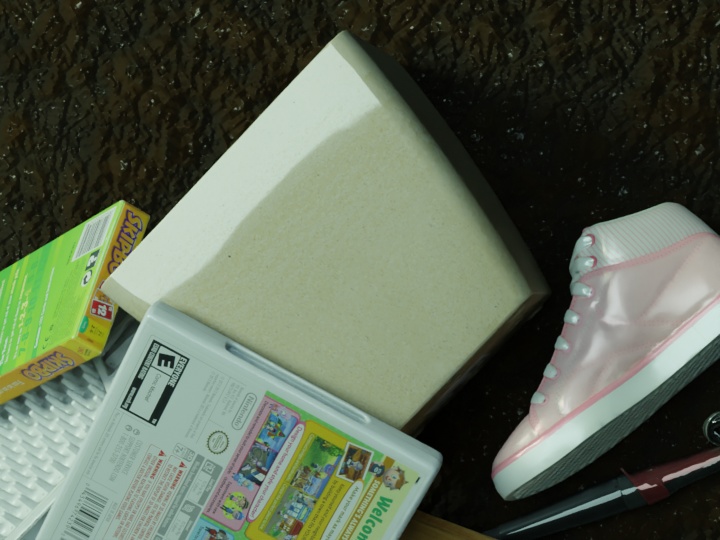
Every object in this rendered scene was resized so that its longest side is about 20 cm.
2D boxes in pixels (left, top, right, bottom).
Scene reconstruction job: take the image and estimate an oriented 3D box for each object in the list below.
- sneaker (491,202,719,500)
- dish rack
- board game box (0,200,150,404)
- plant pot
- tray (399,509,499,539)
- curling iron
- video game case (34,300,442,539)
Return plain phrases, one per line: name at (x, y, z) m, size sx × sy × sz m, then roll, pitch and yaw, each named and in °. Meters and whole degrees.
sneaker at (0.136, 0.040, 1.554) m, size 0.200 × 0.075 × 0.105 m, roll -39°, pitch 75°, yaw -3°
dish rack at (-0.183, 0.095, 1.629) m, size 0.200 × 0.044 × 0.172 m, roll -45°, pitch 34°, yaw 7°
board game box at (-0.198, 0.029, 1.619) m, size 0.200 × 0.030 × 0.096 m, roll -22°, pitch 43°, yaw 50°
plant pot at (0.000, 0.000, 1.553) m, size 0.177 × 0.200 × 0.200 m, roll 44°, pitch 96°, yaw 7°
tray at (0.081, 0.208, 1.518) m, size 0.200 × 0.037 × 0.099 m, roll 17°, pitch 68°, yaw 39°
curling iron at (0.160, 0.118, 1.561) m, size 0.200 × 0.026 × 0.050 m, roll -27°, pitch 112°, yaw 16°
video game case at (-0.074, 0.136, 1.507) m, size 0.182 × 0.022 × 0.200 m, roll 29°, pitch 121°, yaw 0°
